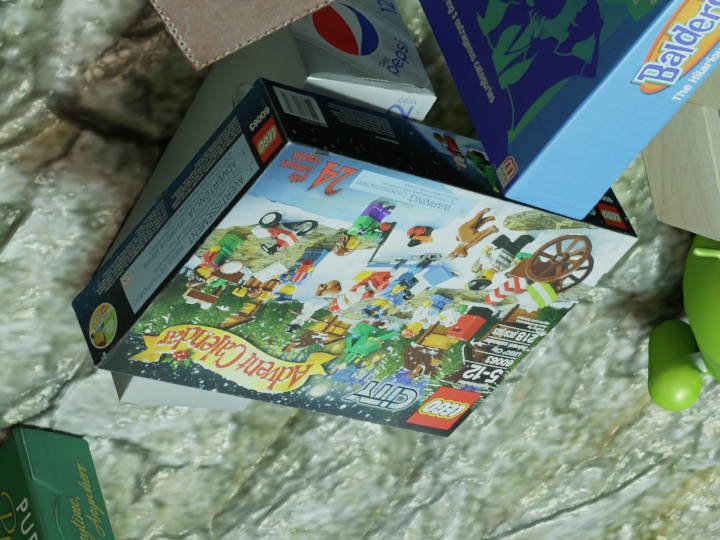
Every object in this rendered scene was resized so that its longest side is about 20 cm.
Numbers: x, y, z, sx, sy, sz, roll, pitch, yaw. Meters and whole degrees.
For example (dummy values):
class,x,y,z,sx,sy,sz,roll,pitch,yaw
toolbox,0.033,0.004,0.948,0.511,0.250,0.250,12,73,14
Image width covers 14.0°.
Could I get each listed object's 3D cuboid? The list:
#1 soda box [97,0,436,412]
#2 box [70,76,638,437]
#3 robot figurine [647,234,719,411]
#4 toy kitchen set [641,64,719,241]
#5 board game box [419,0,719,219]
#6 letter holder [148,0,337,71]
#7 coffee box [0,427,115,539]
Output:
class,x,y,z,sx,sy,sz,roll,pitch,yaw
soda box,-0.046,-0.030,1.246,0.063,0.068,0.200,7,134,-31
box,0.000,0.000,1.217,0.200,0.038,0.137,13,129,-41
robot figurine,0.223,0.029,1.399,0.175,0.116,0.200,-21,142,12
toy kitchen set,0.234,-0.106,1.225,0.163,0.200,0.181,-56,150,-25
board game box,0.103,-0.143,1.116,0.045,0.152,0.200,15,128,-36
letter holder,-0.010,-0.189,1.053,0.200,0.101,0.142,-26,139,6
coffee box,-0.179,0.183,1.389,0.044,0.123,0.200,13,128,-34
